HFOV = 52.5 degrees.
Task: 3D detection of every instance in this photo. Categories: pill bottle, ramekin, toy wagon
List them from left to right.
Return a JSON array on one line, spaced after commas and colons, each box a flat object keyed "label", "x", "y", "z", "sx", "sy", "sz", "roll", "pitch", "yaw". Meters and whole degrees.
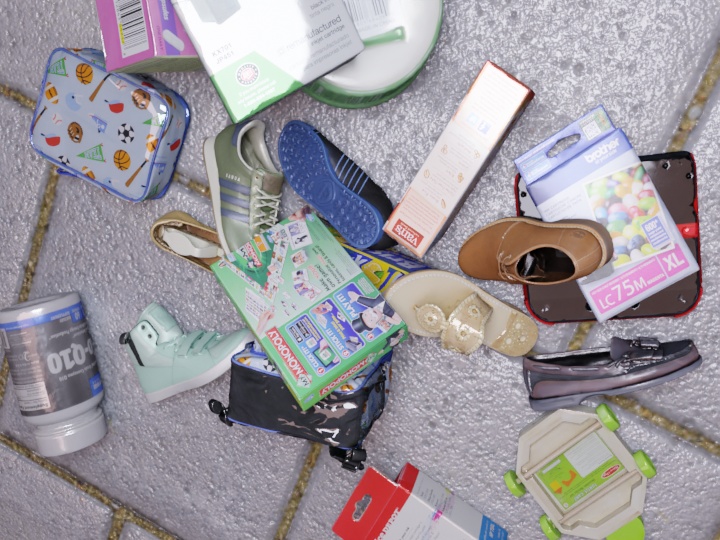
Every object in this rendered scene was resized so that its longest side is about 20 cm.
[{"label": "pill bottle", "x": -0.421, "y": 0.142, "z": 1.011, "sx": 0.110, "sy": 0.114, "sz": 0.206, "roll": -9, "pitch": 99, "yaw": 17}, {"label": "ramekin", "x": -0.004, "y": -0.278, "z": 0.779, "sx": 0.193, "sy": 0.098, "sz": 0.207, "roll": -1, "pitch": 101, "yaw": -6}, {"label": "toy wagon", "x": 0.274, "y": 0.260, "z": 0.872, "sx": 0.154, "sy": 0.040, "sz": 0.201, "roll": -40, "pitch": 89, "yaw": 20}]

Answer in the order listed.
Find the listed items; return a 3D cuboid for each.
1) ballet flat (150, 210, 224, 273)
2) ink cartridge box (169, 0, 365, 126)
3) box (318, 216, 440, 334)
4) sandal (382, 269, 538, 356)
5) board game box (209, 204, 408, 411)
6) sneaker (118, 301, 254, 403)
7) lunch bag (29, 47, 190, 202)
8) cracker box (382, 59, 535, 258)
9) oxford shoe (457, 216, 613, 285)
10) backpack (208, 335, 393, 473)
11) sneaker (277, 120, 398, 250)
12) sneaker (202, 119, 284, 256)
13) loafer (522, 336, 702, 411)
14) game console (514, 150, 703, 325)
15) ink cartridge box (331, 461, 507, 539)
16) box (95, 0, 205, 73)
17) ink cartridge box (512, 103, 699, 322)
[{"label": "ballet flat", "x": -0.183, "y": -0.017, "z": 0.936, "sx": 0.195, "sy": 0.063, "sz": 0.070, "roll": 21, "pitch": 104, "yaw": 11}, {"label": "ink cartridge box", "x": -0.103, "y": -0.261, "z": 0.676, "sx": 0.144, "sy": 0.083, "sz": 0.204, "roll": -29, "pitch": 102, "yaw": -2}, {"label": "box", "x": 0.000, "y": 0.000, "z": 0.870, "sx": 0.196, "sy": 0.070, "sz": 0.066, "roll": 25, "pitch": 109, "yaw": 18}, {"label": "sandal", "x": 0.126, "y": 0.060, "z": 0.799, "sx": 0.207, "sy": 0.070, "sz": 0.079, "roll": 18, "pitch": 105, "yaw": -28}, {"label": "board game box", "x": -0.058, "y": 0.031, "z": 0.779, "sx": 0.133, "sy": 0.029, "sz": 0.201, "roll": -32, "pitch": 57, "yaw": -13}, {"label": "sneaker", "x": -0.233, "y": 0.090, "z": 0.963, "sx": 0.196, "sy": 0.074, "sz": 0.121, "roll": -24, "pitch": 100, "yaw": 22}, {"label": "lunch bag", "x": -0.326, "y": -0.184, "z": 0.940, "sx": 0.196, "sy": 0.076, "sz": 0.164, "roll": 27, "pitch": 109, "yaw": 9}, {"label": "cracker box", "x": 0.109, "y": -0.121, "z": 0.793, "sx": 0.057, "sy": 0.134, "sz": 0.203, "roll": 34, "pitch": 108, "yaw": 6}, {"label": "oxford shoe", "x": 0.169, "y": -0.016, "z": 0.791, "sx": 0.198, "sy": 0.070, "sz": 0.073, "roll": -7, "pitch": 108, "yaw": 54}, {"label": "backpack", "x": -0.048, "y": 0.115, "z": 0.858, "sx": 0.195, "sy": 0.190, "sz": 0.159, "roll": 16, "pitch": 100, "yaw": 16}, {"label": "sneaker", "x": -0.024, "y": -0.099, "z": 0.876, "sx": 0.070, "sy": 0.077, "sz": 0.201, "roll": -47, "pitch": 65, "yaw": 22}, {"label": "sneaker", "x": -0.128, "y": -0.087, "z": 0.878, "sx": 0.088, "sy": 0.066, "sz": 0.206, "roll": -24, "pitch": 75, "yaw": 29}, {"label": "loafer", "x": 0.278, "y": 0.105, "z": 0.826, "sx": 0.195, "sy": 0.072, "sz": 0.065, "roll": -20, "pitch": 91, "yaw": 22}, {"label": "game console", "x": 0.277, "y": -0.032, "z": 0.821, "sx": 0.194, "sy": 0.031, "sz": 0.183, "roll": -5, "pitch": 94, "yaw": 16}, {"label": "ink cartridge box", "x": 0.074, "y": 0.333, "z": 0.930, "sx": 0.197, "sy": 0.067, "sz": 0.118, "roll": 34, "pitch": 107, "yaw": 7}, {"label": "box", "x": -0.183, "y": -0.315, "z": 0.794, "sx": 0.095, "sy": 0.198, "sz": 0.182, "roll": 0, "pitch": 102, "yaw": 39}, {"label": "ink cartridge box", "x": 0.260, "y": -0.062, "z": 0.788, "sx": 0.118, "sy": 0.042, "sz": 0.204, "roll": -30, "pitch": 85, "yaw": 17}]
